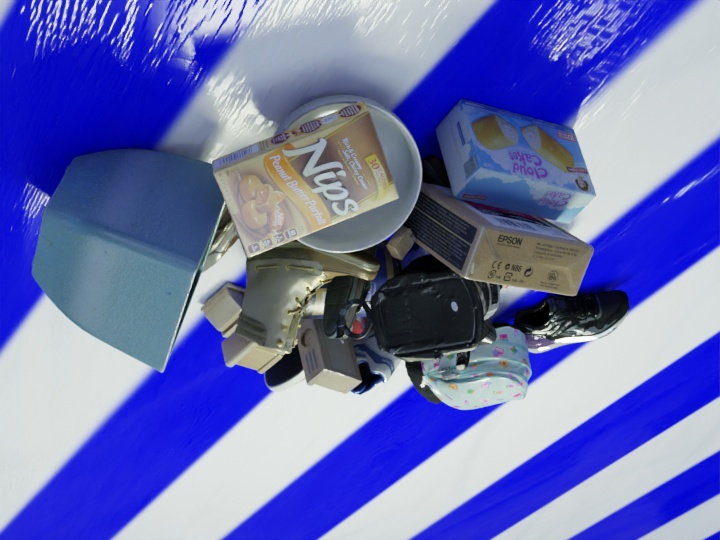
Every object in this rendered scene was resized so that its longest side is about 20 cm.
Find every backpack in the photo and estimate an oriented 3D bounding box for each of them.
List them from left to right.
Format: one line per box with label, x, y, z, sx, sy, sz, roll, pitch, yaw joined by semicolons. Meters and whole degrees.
backpack;0.191;0.162;1.969;0.198;0.128;0.167;-13;156;24

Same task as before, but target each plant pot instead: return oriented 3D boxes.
plant pot;-0.289;-0.035;1.442;0.198;0.197;0.197;21;132;-6

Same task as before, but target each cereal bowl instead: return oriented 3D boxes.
cereal bowl;-0.026;-0.128;1.468;0.197;0.083;0.203;-3;112;-8

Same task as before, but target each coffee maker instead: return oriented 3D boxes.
coffee maker;0.086;0.040;1.577;0.190;0.137;0.200;14;-170;11

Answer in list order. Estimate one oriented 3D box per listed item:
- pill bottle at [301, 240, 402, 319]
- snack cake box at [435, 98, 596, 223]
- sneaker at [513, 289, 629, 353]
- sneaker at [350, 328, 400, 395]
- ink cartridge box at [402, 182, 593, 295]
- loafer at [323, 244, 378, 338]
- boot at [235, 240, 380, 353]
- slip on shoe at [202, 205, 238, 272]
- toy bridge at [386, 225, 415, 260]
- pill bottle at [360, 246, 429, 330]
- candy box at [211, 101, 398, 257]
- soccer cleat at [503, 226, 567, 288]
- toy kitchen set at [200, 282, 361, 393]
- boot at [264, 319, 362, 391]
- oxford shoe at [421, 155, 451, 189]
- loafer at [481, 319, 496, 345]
pill bottle;-0.047;0.013;1.685;0.197;0.113;0.112;-2;146;-18
snack cake box;0.205;-0.142;1.537;0.198;0.116;0.067;9;142;-32
sneaker;0.355;0.076;1.969;0.198;0.076;0.088;-23;141;15
sneaker;-0.014;0.150;1.784;0.075;0.089;0.199;41;142;-16
ink cartridge box;0.176;-0.041;1.520;0.198;0.165;0.076;8;110;-35
loafer;0.000;0.000;1.609;0.062;0.203;0.072;17;169;-30
boot;-0.074;0.035;1.560;0.198;0.158;0.073;11;-177;22
slip on shoe;-0.184;-0.065;1.571;0.061;0.076;0.200;44;136;-8
toy bridge;-0.003;-0.066;1.555;0.199;0.067;0.027;17;152;43
pill bottle;0.091;0.039;1.773;0.113;0.115;0.200;7;143;-28
candy box;-0.066;-0.109;1.393;0.198;0.055;0.117;-21;114;0
soccer cleat;0.233;-0.016;1.796;0.198;0.070;0.078;-18;132;6
toy kitchen set;-0.138;0.123;1.755;0.162;0.182;0.200;22;130;-41
boot;-0.053;0.151;1.938;0.199;0.073;0.144;-35;143;25
oxford shoe;0.149;-0.115;1.619;0.085;0.073;0.199;-47;137;8
loafer;0.167;0.089;1.841;0.073;0.072;0.200;-53;-178;3
